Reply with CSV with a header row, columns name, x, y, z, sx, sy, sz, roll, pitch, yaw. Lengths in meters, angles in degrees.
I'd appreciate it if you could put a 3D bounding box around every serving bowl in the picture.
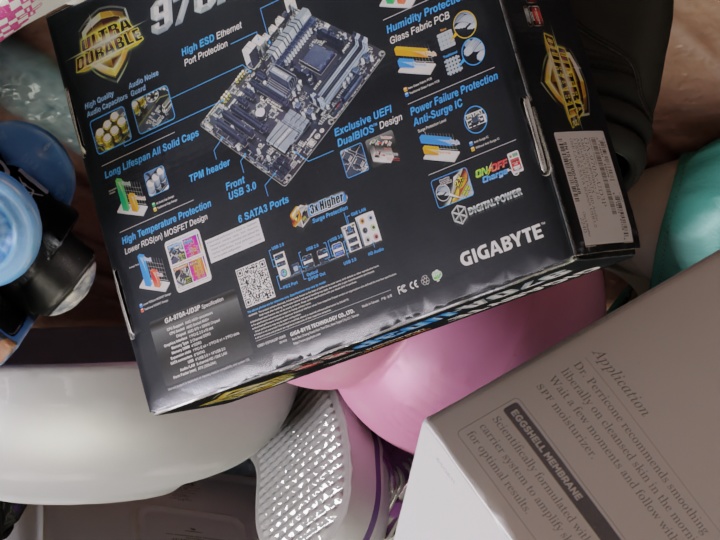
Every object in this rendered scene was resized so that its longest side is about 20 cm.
name,x,y,z,sx,sy,sz,roll,pitch,yaw
serving bowl,-0.124,0.064,1.124,0.199,0.066,0.200,0,-177,0

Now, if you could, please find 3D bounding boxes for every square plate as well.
name,x,y,z,sx,sy,sz,roll,pitch,yaw
square plate,-0.087,0.142,1.276,0.199,0.198,0.029,9,111,-11

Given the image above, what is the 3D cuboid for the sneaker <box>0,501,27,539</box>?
name,x,y,z,sx,sy,sz,roll,pitch,yaw
sneaker,-0.188,0.105,1.189,0.087,0.200,0.076,12,122,-22

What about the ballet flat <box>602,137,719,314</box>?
name,x,y,z,sx,sy,sz,roll,pitch,yaw
ballet flat,0.127,-0.001,1.096,0.070,0.068,0.200,16,148,6

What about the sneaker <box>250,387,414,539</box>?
name,x,y,z,sx,sy,sz,roll,pitch,yaw
sneaker,0.013,0.095,1.150,0.114,0.201,0.073,29,102,-14

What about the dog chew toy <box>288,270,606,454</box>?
name,x,y,z,sx,sy,sz,roll,pitch,yaw
dog chew toy,0.000,0.000,1.050,0.199,0.125,0.124,22,145,-22

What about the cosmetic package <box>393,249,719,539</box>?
name,x,y,z,sx,sy,sz,roll,pitch,yaw
cosmetic package,0.125,0.101,1.030,0.200,0.123,0.200,-27,156,-21

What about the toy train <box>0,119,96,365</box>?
name,x,y,z,sx,sy,sz,roll,pitch,yaw
toy train,-0.196,-0.036,0.967,0.200,0.087,0.114,40,110,-8

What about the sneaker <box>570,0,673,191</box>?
name,x,y,z,sx,sy,sz,roll,pitch,yaw
sneaker,0.021,-0.061,0.962,0.199,0.100,0.071,-8,150,20

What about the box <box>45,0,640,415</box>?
name,x,y,z,sx,sy,sz,roll,pitch,yaw
box,-0.012,-0.050,0.923,0.200,0.160,0.046,-22,170,35

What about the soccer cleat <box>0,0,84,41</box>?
name,x,y,z,sx,sy,sz,roll,pitch,yaw
soccer cleat,-0.090,-0.120,0.896,0.086,0.070,0.200,21,145,-29
